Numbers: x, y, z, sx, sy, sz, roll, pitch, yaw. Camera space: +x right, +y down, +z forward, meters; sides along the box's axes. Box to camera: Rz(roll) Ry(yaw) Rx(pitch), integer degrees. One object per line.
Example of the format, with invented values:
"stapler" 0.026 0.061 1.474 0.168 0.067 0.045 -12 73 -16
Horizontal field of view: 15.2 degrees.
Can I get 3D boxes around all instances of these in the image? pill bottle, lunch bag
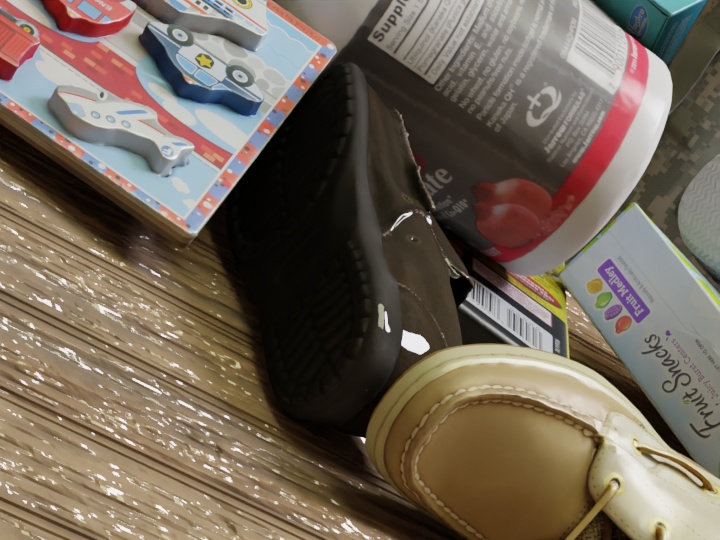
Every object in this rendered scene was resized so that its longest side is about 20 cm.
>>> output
"pill bottle" 0.020 -0.094 1.108 0.200 0.111 0.111 34 17 -16
"lunch bag" 0.193 -0.045 1.351 0.200 0.164 0.118 17 25 -52

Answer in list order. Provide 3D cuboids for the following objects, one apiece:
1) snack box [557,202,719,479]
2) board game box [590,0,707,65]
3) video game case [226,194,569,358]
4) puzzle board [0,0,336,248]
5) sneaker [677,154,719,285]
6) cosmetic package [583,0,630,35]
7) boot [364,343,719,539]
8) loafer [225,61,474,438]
"snack box" 0.177 0.075 1.154 0.142 0.053 0.200 40 11 -41
"board game box" 0.084 -0.153 1.428 0.047 0.151 0.200 -29 65 -37
"video game case" 0.005 -0.029 1.145 0.200 0.026 0.181 36 16 -8
"puzzle board" -0.114 -0.106 0.984 0.200 0.017 0.151 35 38 -1
"sneaker" 0.225 0.027 1.170 0.114 0.076 0.200 37 10 -43
"cosmetic package" 0.039 -0.132 1.355 0.200 0.107 0.090 43 17 18
"boot" 0.101 0.111 0.888 0.200 0.073 0.156 34 13 -36
"loafer" 0.000 0.000 0.983 0.071 0.073 0.200 35 27 -27
